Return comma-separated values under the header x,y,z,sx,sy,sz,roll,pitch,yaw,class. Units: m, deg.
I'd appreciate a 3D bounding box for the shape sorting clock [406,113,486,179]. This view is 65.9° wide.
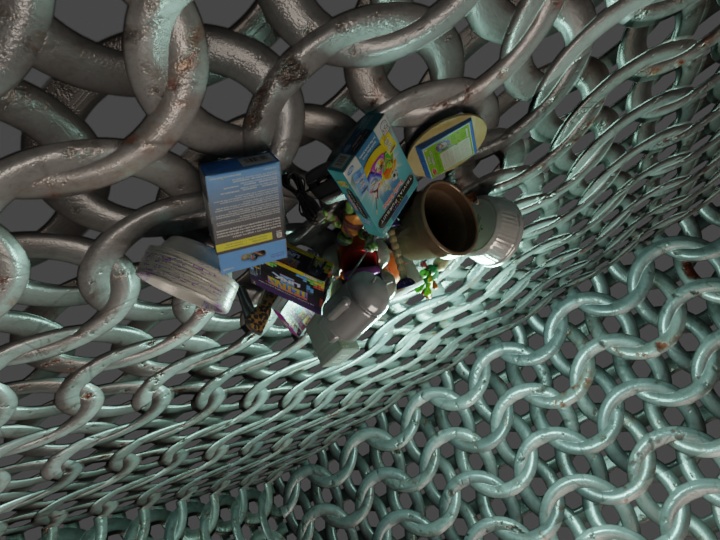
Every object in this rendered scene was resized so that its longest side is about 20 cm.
x,y,z,sx,sy,sz,roll,pitch,yaw,class
0.194,-0.283,1.263,0.197,0.040,0.201,-23,156,-11,shape sorting clock

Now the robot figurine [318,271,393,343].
x,y,z,sx,sy,sz,roll,pitch,yaw,class
-0.011,0.082,1.274,0.200,0.114,0.169,-44,162,24,robot figurine

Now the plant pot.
x,y,z,sx,sy,sz,roll,pitch,yaw,class
0.178,-0.104,1.437,0.198,0.204,0.174,-5,164,-38,plant pot

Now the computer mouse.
x,y,z,sx,sy,sz,roll,pitch,yaw,class
-0.050,-0.181,1.133,0.198,0.139,0.053,-24,156,-30,computer mouse

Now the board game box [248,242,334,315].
x,y,z,sx,sy,sz,roll,pitch,yaw,class
-0.163,0.008,1.291,0.166,0.197,0.057,101,15,-57,board game box

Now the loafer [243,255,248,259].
x,y,z,sx,sy,sz,roll,pitch,yaw,class
-0.273,-0.062,1.175,0.067,0.076,0.201,-22,155,-24,loafer

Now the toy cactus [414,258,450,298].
x,y,z,sx,sy,sz,roll,pitch,yaw,class
0.228,0.003,1.800,0.165,0.102,0.200,-48,151,-1,toy cactus

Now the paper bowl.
x,y,z,sx,sy,sz,roll,pitch,yaw,class
-0.343,0.003,1.129,0.197,0.106,0.201,19,166,5,paper bowl

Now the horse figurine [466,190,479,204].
x,y,z,sx,sy,sz,roll,pitch,yaw,class
0.247,-0.128,1.537,0.050,0.134,0.199,30,130,-34,horse figurine

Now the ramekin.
x,y,z,sx,sy,sz,roll,pitch,yaw,class
0.349,-0.117,1.556,0.093,0.205,0.202,13,135,-37,ramekin

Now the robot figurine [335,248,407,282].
x,y,z,sx,sy,sz,roll,pitch,yaw,class
0.031,0.007,1.560,0.197,0.118,0.145,-22,152,-8,robot figurine

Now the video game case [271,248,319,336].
x,y,z,sx,sy,sz,roll,pitch,yaw,class
-0.150,0.064,1.472,0.183,0.035,0.201,-59,161,-16,video game case

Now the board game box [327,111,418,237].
x,y,z,sx,sy,sz,roll,pitch,yaw,class
0.032,-0.189,1.120,0.152,0.046,0.201,-56,140,-17,board game box

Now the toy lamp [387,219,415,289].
x,y,z,sx,sy,sz,roll,pitch,yaw,class
0.088,-0.056,1.402,0.057,0.204,0.058,-14,177,-1,toy lamp

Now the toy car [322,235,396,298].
x,y,z,sx,sy,sz,roll,pitch,yaw,class
0.000,0.000,1.398,0.171,0.204,0.150,-10,168,-7,toy car

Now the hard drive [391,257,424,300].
x,y,z,sx,sy,sz,roll,pitch,yaw,class
0.072,0.032,1.625,0.197,0.133,0.026,-27,138,0,hard drive

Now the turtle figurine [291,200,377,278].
x,y,z,sx,sy,sz,roll,pitch,yaw,class
-0.018,-0.104,1.252,0.199,0.144,0.196,-27,152,-48,turtle figurine

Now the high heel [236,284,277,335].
x,y,z,sx,sy,sz,roll,pitch,yaw,class
-0.220,0.099,1.448,0.197,0.144,0.072,-5,148,-39,high heel

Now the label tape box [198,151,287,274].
x,y,z,sx,sy,sz,roll,pitch,yaw,class
-0.220,-0.110,1.059,0.142,0.063,0.203,-15,125,-23,label tape box

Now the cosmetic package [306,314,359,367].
x,y,z,sx,sy,sz,roll,pitch,yaw,class
-0.096,0.171,1.641,0.089,0.203,0.107,6,143,-46,cosmetic package
